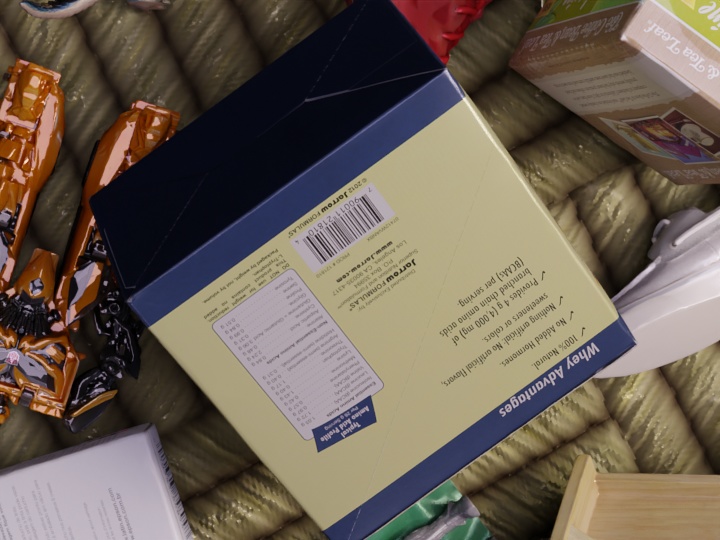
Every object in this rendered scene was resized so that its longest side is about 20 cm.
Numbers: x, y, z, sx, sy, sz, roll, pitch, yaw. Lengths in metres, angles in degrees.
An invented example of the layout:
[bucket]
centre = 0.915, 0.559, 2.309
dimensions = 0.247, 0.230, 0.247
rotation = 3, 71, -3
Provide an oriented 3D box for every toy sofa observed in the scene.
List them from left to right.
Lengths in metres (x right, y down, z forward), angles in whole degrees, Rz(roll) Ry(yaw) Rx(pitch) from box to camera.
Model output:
[toy sofa]
centre = 0.213, 0.166, 1.237
dimensions = 0.200, 0.083, 0.098
rotation = -2, 130, 23

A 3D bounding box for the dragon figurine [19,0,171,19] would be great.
[dragon figurine]
centre = -0.107, -0.200, 1.223
dimensions = 0.200, 0.059, 0.100
rotation = -16, 92, -16

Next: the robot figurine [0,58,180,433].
[robot figurine]
centre = -0.177, -0.008, 1.211
dimensions = 0.145, 0.058, 0.200
rotation = 17, 86, -11

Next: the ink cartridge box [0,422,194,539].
[ink cartridge box]
centre = -0.179, 0.207, 1.215
dimensions = 0.200, 0.043, 0.197
rotation = -17, 94, 5

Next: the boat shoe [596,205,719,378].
[boat shoe]
centre = 0.209, -0.009, 1.291
dimensions = 0.200, 0.072, 0.069
rotation = -33, 60, 8

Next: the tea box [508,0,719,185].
[tea box]
centre = 0.208, -0.160, 1.189
dimensions = 0.134, 0.200, 0.197
rotation = 33, 83, -11

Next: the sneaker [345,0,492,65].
[sneaker]
centre = 0.051, -0.140, 1.250
dimensions = 0.115, 0.078, 0.200
rotation = -6, 93, -11

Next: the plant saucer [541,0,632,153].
[plant saucer]
centre = 0.199, -0.159, 1.305
dimensions = 0.200, 0.031, 0.200
rotation = 0, 90, -13

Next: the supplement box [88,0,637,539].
[supplement box]
centre = 0.000, 0.000, 1.162
dimensions = 0.200, 0.134, 0.200
rotation = -36, 119, 3

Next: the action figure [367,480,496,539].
[action figure]
centre = -0.005, 0.209, 1.257
dimensions = 0.200, 0.055, 0.118
rotation = -38, 101, -5
